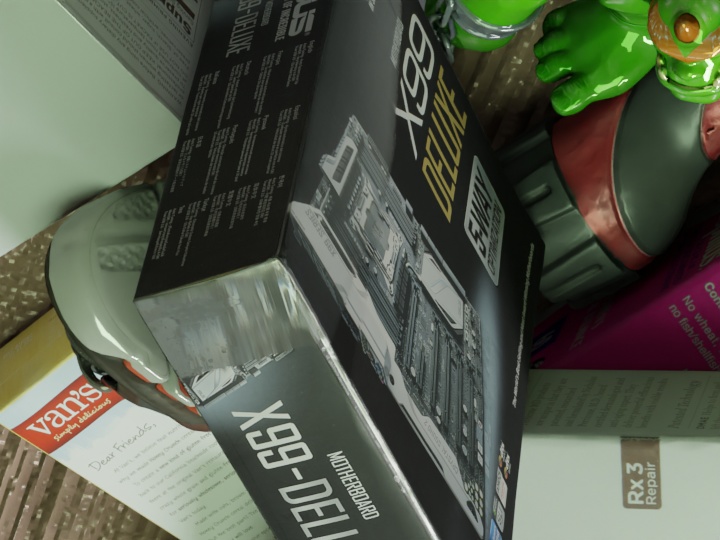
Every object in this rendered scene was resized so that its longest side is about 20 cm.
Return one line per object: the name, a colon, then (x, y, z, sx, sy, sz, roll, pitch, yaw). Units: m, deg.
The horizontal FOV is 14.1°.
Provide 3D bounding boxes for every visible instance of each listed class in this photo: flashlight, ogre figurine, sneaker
flashlight: (0.140, -0.059, 1.016, 0.200, 0.068, 0.068, -29, 127, 21)
ogre figurine: (0.113, -0.092, 0.927, 0.199, 0.098, 0.120, 28, 165, 21)
sneaker: (-0.067, 0.024, 0.971, 0.082, 0.077, 0.200, -10, 165, 20)

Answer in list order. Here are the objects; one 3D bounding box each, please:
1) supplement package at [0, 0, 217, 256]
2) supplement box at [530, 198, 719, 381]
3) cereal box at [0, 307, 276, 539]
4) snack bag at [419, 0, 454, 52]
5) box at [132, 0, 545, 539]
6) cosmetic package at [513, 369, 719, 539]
supplement package: (-0.168, -0.078, 0.924, 0.200, 0.111, 0.156, -29, 122, 27)
supplement box: (0.153, 0.026, 1.050, 0.200, 0.101, 0.104, -33, 98, 22)
cereal box: (-0.022, 0.056, 1.122, 0.144, 0.040, 0.200, -36, 125, 26)
snack bag: (-0.044, -0.131, 0.967, 0.199, 0.021, 0.189, 8, 130, -12)
box: (0.000, 0.000, 0.906, 0.050, 0.200, 0.158, -16, 123, 19)
cosmetic package: (0.093, 0.090, 0.994, 0.199, 0.074, 0.102, -1, 106, 14)
